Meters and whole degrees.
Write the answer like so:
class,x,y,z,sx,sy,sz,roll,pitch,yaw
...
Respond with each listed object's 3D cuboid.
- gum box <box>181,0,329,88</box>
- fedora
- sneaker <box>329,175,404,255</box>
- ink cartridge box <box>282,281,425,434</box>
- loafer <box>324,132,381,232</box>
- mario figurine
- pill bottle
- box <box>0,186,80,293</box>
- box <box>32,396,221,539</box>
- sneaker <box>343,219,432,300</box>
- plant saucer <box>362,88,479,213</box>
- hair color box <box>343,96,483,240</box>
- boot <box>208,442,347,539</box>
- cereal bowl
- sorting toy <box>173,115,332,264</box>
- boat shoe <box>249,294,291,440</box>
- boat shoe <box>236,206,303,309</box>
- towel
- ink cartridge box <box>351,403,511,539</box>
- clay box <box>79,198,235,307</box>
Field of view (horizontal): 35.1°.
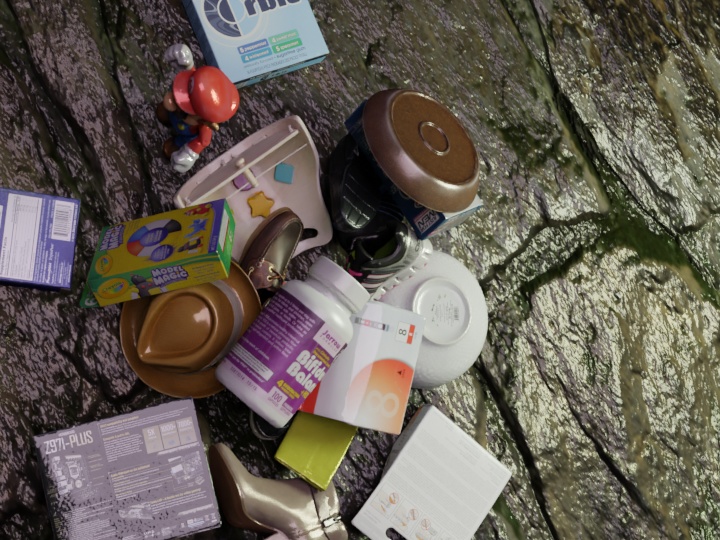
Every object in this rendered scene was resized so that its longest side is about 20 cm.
class,x,y,z,sx,sy,sz,roll,pitch,yaw
gum box,-0.160,-0.372,1.620,0.169,0.044,0.202,-22,89,-24
fedora,-0.223,0.071,1.438,0.198,0.082,0.203,1,94,10
sneaker,0.037,-0.092,1.638,0.200,0.070,0.078,-41,118,-30
ink cartridge box,-0.022,0.114,1.490,0.198,0.050,0.164,16,85,-26
loafer,-0.016,-0.116,1.572,0.073,0.072,0.201,43,34,-24
mario figurine,-0.234,-0.209,1.471,0.123,0.200,0.106,45,66,-7
pill bottle,-0.079,0.085,1.407,0.112,0.112,0.201,39,83,-10
box,-0.461,-0.045,1.437,0.198,0.032,0.123,9,76,-22
box,-0.287,0.259,1.401,0.198,0.086,0.166,-14,85,-13
sneaker,0.000,0.000,1.556,0.199,0.074,0.088,-36,133,5
plant saucer,0.092,-0.171,1.536,0.199,0.034,0.202,25,46,-28
hair color box,0.073,-0.148,1.573,0.100,0.060,0.201,-22,75,-49
boot,-0.104,0.302,1.501,0.145,0.070,0.202,-18,88,-31
cereal bowl,0.098,0.063,1.617,0.198,0.083,0.203,5,77,-20
sorting toy,-0.130,-0.082,1.549,0.199,0.107,0.181,-35,107,-8
boat shoe,-0.118,0.124,1.524,0.074,0.066,0.202,7,77,-21
boat shoe,-0.133,0.014,1.504,0.070,0.070,0.201,28,96,-51
towel,-0.041,0.195,1.546,0.086,0.018,0.201,35,56,-8
ink cartridge box,0.097,0.316,1.592,0.162,0.050,0.201,40,76,-11
clay box,-0.260,-0.021,1.428,0.198,0.115,0.048,-12,127,9
